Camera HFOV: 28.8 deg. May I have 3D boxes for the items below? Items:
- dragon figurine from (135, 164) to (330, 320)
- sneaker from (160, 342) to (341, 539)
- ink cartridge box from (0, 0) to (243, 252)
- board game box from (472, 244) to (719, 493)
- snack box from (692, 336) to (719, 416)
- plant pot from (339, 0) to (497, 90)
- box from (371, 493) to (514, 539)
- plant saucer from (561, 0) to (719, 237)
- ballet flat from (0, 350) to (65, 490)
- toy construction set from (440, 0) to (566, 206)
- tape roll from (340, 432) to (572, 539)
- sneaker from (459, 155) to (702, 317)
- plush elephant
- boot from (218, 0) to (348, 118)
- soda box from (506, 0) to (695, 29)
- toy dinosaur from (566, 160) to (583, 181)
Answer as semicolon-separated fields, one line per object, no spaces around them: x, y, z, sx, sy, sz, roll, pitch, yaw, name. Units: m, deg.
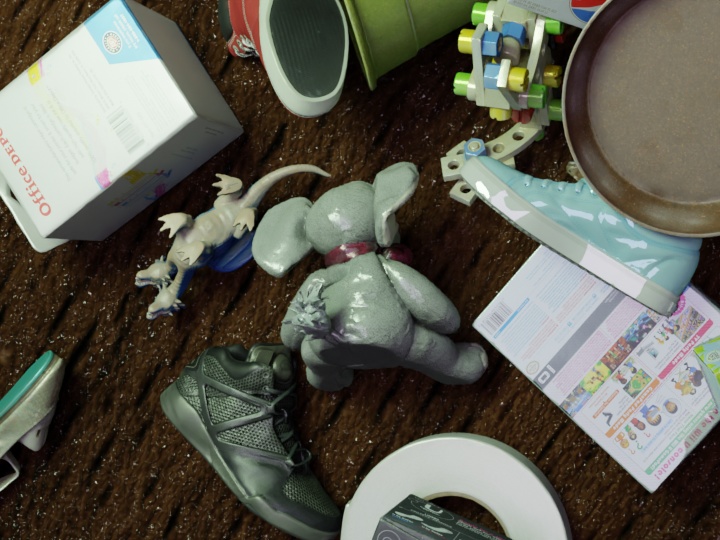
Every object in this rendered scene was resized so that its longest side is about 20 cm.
-0.121;-0.036;1.234;0.199;0.100;0.059;-38;79;-8;dragon figurine
-0.075;0.139;1.213;0.199;0.076;0.114;46;107;16;sneaker
-0.230;-0.120;1.229;0.199;0.125;0.129;-35;81;12;ink cartridge box
0.215;0.057;1.145;0.200;0.064;0.148;44;100;11;board game box
0.378;0.098;1.062;0.198;0.068;0.170;-25;103;3;snack box
0.064;-0.273;1.135;0.188;0.200;0.202;-19;85;2;plant pot
0.052;0.303;1.124;0.131;0.115;0.202;22;97;12;box
0.247;-0.125;1.023;0.197;0.035;0.203;3;107;9;plant saucer
-0.326;0.155;1.296;0.200;0.068;0.062;-43;108;14;ballet flat
0.121;-0.139;1.122;0.091;0.201;0.132;16;60;7;toy construction set
0.081;0.240;1.194;0.200;0.037;0.206;0;90;14;tape roll
0.175;-0.048;1.091;0.199;0.074;0.082;32;93;-1;sneaker
0.000;0.000;1.159;0.163;0.200;0.157;-7;67;26;plush elephant
-0.071;-0.189;1.179;0.072;0.145;0.202;-4;63;-23;boot
0.212;-0.216;1.058;0.198;0.068;0.064;15;56;-16;soda box
0.253;-0.130;1.130;0.199;0.060;0.107;-27;77;43;toy dinosaur
